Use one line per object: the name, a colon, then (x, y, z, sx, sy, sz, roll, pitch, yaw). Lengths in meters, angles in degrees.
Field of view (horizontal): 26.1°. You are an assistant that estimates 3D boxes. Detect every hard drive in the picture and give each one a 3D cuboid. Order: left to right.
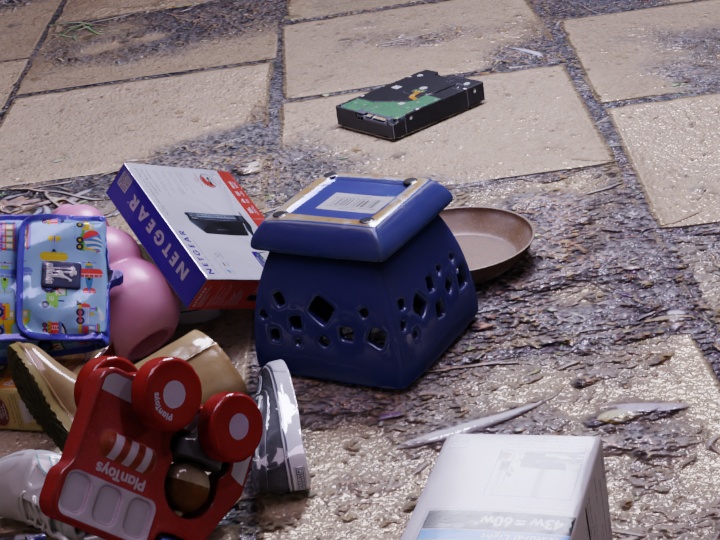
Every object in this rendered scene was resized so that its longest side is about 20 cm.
hard drive: (0.079, -0.263, 2.451, 0.200, 0.038, 0.140, -26, 29, -35)

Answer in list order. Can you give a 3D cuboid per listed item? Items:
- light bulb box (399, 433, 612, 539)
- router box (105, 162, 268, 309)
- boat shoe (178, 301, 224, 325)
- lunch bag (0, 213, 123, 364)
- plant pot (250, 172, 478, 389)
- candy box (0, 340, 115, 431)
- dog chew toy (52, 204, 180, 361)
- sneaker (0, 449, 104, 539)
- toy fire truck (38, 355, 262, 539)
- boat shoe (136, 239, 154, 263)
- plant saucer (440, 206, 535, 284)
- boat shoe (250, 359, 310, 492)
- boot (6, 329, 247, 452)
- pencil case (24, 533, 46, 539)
light bulb box: (0.110, 0.251, 1.120, 0.124, 0.199, 0.200, -2, 24, 19)
router box: (-0.178, -0.039, 1.842, 0.179, 0.049, 0.200, 1, 43, -51)
boat shoe: (-0.266, 0.034, 1.880, 0.199, 0.066, 0.072, -5, 25, 7)
lunch bag: (-0.361, 0.020, 1.714, 0.199, 0.094, 0.151, -4, 65, -4)
plant pot: (0.000, 0.000, 1.730, 0.200, 0.180, 0.200, 6, 27, 30)
candy box: (-0.383, 0.124, 1.731, 0.200, 0.055, 0.115, 2, 28, 21)
dog chew toy: (-0.296, 0.007, 1.800, 0.124, 0.125, 0.200, -25, 70, -32)
sneaker: (-0.284, 0.219, 1.477, 0.200, 0.071, 0.080, 0, 28, 16)
toy fire truck: (-0.188, 0.175, 1.410, 0.112, 0.200, 0.168, -2, 63, 44)
boat shoe: (-0.208, -0.020, 1.971, 0.200, 0.075, 0.062, 10, 35, 45)
plant saucer: (0.118, -0.025, 1.919, 0.200, 0.037, 0.200, -7, 24, 3)
boat shoe: (-0.095, 0.157, 1.559, 0.068, 0.072, 0.200, -9, 31, -5)
boot: (-0.248, 0.113, 1.639, 0.200, 0.066, 0.175, -28, 74, -33)
pencil case: (-0.238, 0.299, 1.281, 0.085, 0.084, 0.200, 5, 17, -32)
